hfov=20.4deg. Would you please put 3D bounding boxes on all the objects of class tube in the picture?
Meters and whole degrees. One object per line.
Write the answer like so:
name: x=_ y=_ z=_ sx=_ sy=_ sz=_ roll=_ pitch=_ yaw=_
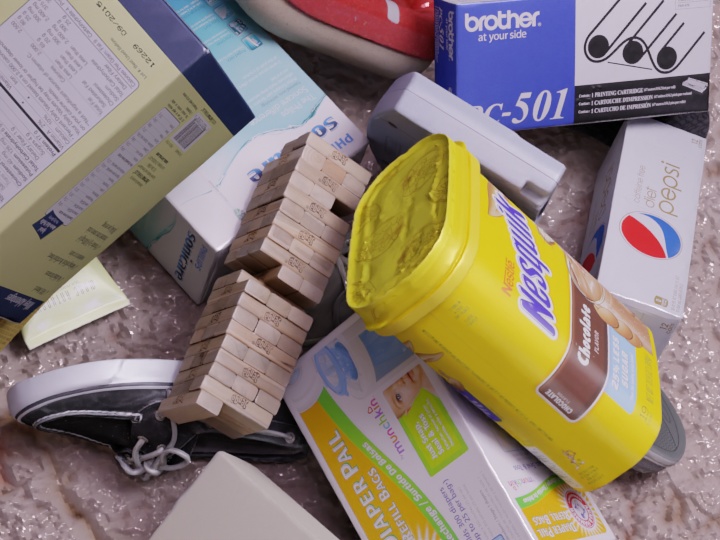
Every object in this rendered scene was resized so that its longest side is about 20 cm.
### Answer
tube: x=-0.235 y=-0.046 z=1.356 sx=0.058 sy=0.052 sz=0.200 roll=-34 pitch=76 yaw=16

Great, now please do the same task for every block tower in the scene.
block tower: x=-0.059 y=0.013 z=1.279 sx=0.058 sy=0.054 sz=0.200 roll=34 pitch=64 yaw=-21

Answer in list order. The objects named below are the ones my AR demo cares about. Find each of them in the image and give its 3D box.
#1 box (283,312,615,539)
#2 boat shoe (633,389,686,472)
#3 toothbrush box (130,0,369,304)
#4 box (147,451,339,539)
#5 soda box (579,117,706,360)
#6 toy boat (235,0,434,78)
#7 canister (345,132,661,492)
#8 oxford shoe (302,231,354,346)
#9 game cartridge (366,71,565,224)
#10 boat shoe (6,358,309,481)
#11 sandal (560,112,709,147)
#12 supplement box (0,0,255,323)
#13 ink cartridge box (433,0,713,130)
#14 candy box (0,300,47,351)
box: x=0.053 y=0.121 z=1.279 sx=0.101 sy=0.112 sz=0.200 roll=1 pitch=54 yaw=-57
boat shoe: x=0.129 y=0.079 z=1.375 sx=0.202 sy=0.065 sz=0.074 roll=30 pitch=41 yaw=-3
toothbrush box: x=-0.117 y=-0.102 z=1.390 sx=0.146 sy=0.085 sz=0.200 roll=-38 pitch=77 yaw=-28
box: x=-0.030 y=0.203 z=1.218 sx=0.200 sy=0.068 sz=0.082 roll=40 pitch=91 yaw=25
soda box: x=0.193 y=-0.020 z=1.402 sx=0.064 sy=0.068 sz=0.200 roll=20 pitch=43 yaw=-3
toy boat: x=-0.013 y=-0.228 z=1.416 sx=0.200 sy=0.131 sz=0.131 roll=17 pitch=25 yaw=-36
canister: x=0.092 y=0.028 z=1.238 sx=0.200 sy=0.087 sz=0.149 roll=41 pitch=28 yaw=-22
oxford shoe: x=0.000 y=0.000 z=1.382 sx=0.200 sy=0.058 sz=0.075 roll=-15 pitch=70 yaw=-19
game cartridge: x=0.067 y=-0.073 z=1.357 sx=0.133 sy=0.200 sz=0.040 roll=29 pitch=81 yaw=3
boat shoe: x=-0.127 y=0.100 z=1.290 sx=0.199 sy=0.074 sz=0.068 roll=4 pitch=66 yaw=-29
sandal: x=0.167 y=-0.134 z=1.487 sx=0.200 sy=0.075 sz=0.045 roll=12 pitch=23 yaw=-15
supplement box: x=-0.190 y=-0.090 z=1.170 sx=0.200 sy=0.200 sz=0.134 roll=-41 pitch=82 yaw=-1
ink cartridge box: x=0.150 y=-0.152 z=1.410 sx=0.200 sy=0.044 sz=0.094 roll=-7 pitch=108 yaw=-19
candy box: x=-0.236 y=-0.036 z=1.297 sx=0.117 sy=0.056 sz=0.200 roll=41 pitch=87 yaw=10
